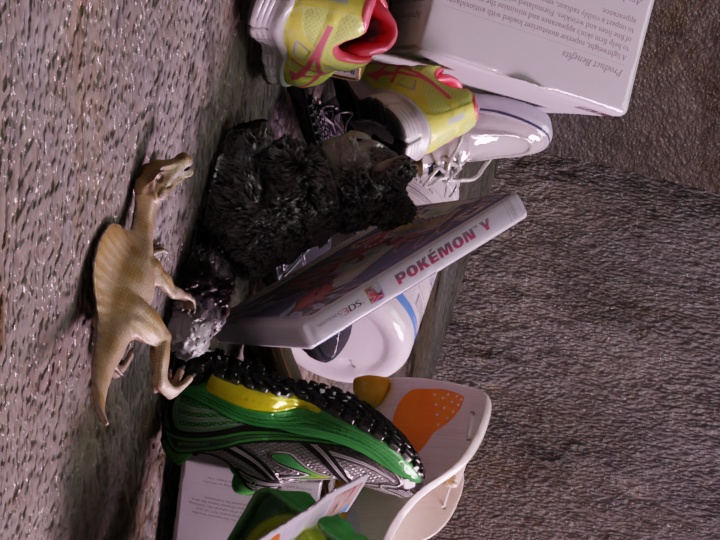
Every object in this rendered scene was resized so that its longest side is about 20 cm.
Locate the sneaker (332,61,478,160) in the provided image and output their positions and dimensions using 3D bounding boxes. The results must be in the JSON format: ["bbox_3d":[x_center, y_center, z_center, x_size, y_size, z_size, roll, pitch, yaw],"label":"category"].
[{"bbox_3d":[0.037,-0.136,1.499,0.200,0.090,0.078,-135,-153,-62],"label":"sneaker"}]

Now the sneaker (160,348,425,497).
[{"bbox_3d":[-0.048,0.121,1.289,0.078,0.200,0.085,-120,-128,-72],"label":"sneaker"}]

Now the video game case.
[{"bbox_3d":[0.000,0.000,1.286,0.182,0.023,0.200,-31,-169,-19],"label":"video game case"}]

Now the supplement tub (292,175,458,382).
[{"bbox_3d":[0.005,-0.012,1.630,0.132,0.132,0.200,96,10,-48],"label":"supplement tub"}]

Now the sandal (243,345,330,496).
[{"bbox_3d":[-0.047,0.129,1.472,0.080,0.054,0.200,-38,-120,54],"label":"sandal"}]

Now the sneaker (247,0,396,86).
[{"bbox_3d":[-0.019,-0.162,1.247,0.200,0.090,0.078,20,84,-84],"label":"sneaker"}]

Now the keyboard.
[{"bbox_3d":[-0.013,-0.092,1.476,0.200,0.040,0.104,63,7,-63],"label":"keyboard"}]

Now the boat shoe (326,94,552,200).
[{"bbox_3d":[0.065,-0.103,1.585,0.075,0.202,0.086,96,-1,-59],"label":"boat shoe"}]

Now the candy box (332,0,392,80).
[{"bbox_3d":[0.001,-0.263,1.412,0.117,0.056,0.200,-68,171,-55],"label":"candy box"}]

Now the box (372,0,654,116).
[{"bbox_3d":[0.115,-0.221,1.561,0.200,0.199,0.131,-164,-91,-69],"label":"box"}]

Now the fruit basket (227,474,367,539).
[{"bbox_3d":[-0.071,0.228,1.178,0.185,0.094,0.200,-59,172,17],"label":"fruit basket"}]

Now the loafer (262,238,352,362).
[{"bbox_3d":[-0.059,-0.005,1.467,0.072,0.063,0.200,-49,143,-29],"label":"loafer"}]

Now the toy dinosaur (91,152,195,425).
[{"bbox_3d":[-0.132,0.026,1.015,0.101,0.058,0.200,73,21,-48],"label":"toy dinosaur"}]

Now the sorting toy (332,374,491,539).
[{"bbox_3d":[0.017,0.189,1.397,0.200,0.107,0.180,98,11,-67],"label":"sorting toy"}]

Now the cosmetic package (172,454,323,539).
[{"bbox_3d":[-0.089,0.206,1.391,0.085,0.107,0.200,-83,-176,-57],"label":"cosmetic package"}]

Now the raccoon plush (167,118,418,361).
[{"bbox_3d":[-0.040,-0.014,1.251,0.097,0.134,0.200,83,22,-74],"label":"raccoon plush"}]
